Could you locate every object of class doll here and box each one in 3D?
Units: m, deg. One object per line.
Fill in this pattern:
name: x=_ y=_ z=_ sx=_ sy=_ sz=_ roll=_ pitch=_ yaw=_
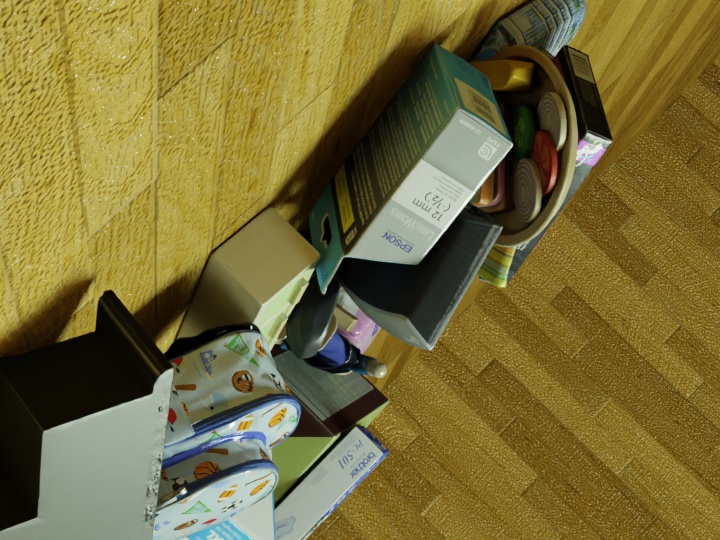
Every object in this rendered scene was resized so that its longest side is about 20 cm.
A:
doll: x=-0.035 y=0.079 z=1.701 sx=0.200 sy=0.136 sz=0.049 roll=53 pitch=56 yaw=-73

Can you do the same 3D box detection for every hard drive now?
hard drive: x=0.045 y=-0.011 z=1.455 sx=0.135 sy=0.042 sz=0.200 roll=-60 pitch=-158 yaw=1

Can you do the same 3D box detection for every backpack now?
backpack: x=-0.143 y=0.133 z=1.362 sx=0.190 sy=0.154 sz=0.200 roll=-32 pitch=170 yaw=-11

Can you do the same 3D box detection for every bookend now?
bookend: x=-0.243 y=0.141 z=1.132 sx=0.199 sy=0.092 sz=0.199 roll=-19 pitch=138 yaw=-32

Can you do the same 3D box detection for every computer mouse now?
computer mouse: x=-0.030 y=-0.016 z=1.516 sx=0.059 sy=0.034 sz=0.201 roll=151 pitch=-43 yaw=-73

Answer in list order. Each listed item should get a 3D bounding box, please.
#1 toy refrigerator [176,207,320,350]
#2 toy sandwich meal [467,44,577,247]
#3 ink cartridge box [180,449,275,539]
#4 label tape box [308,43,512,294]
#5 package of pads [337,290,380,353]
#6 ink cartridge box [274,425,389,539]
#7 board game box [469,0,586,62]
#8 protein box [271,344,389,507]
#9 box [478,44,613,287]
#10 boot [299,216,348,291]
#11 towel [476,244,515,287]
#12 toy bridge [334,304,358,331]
toy refrigerator: x=-0.102 y=0.034 z=1.461 sx=0.076 sy=0.070 sz=0.200 roll=-41 pitch=170 yaw=-31
toy sandwich meal: x=0.119 y=-0.116 z=1.515 sx=0.070 sy=0.206 sz=0.205 roll=2 pitch=144 yaw=-30
ink cartridge box: x=-0.181 y=0.227 z=1.518 sx=0.199 sy=0.084 sz=0.146 roll=-29 pitch=-139 yaw=20
label tape box: x=0.038 y=-0.077 z=1.412 sx=0.200 sy=0.066 sz=0.143 roll=-54 pitch=-159 yaw=21
package of pads: x=0.000 y=0.022 z=1.849 sx=0.121 sy=0.075 sz=0.200 roll=-59 pitch=174 yaw=-7
ink cartridge box: x=-0.056 y=0.247 z=1.718 sx=0.200 sy=0.044 sz=0.094 roll=-46 pitch=173 yaw=0
board game box: x=0.133 y=-0.178 z=1.663 sx=0.200 sy=0.062 sz=0.200 roll=-39 pitch=169 yaw=-47
protein box: x=-0.104 y=0.182 z=1.793 sx=0.199 sy=0.135 sz=0.200 roll=-49 pitch=171 yaw=17
box: x=0.169 y=-0.101 z=1.607 sx=0.200 sy=0.036 sz=0.143 roll=-55 pitch=-154 yaw=34
boot: x=0.000 y=0.000 z=1.624 sx=0.200 sy=0.077 sz=0.138 roll=-44 pitch=147 yaw=-12
towel: x=0.143 y=-0.089 z=1.568 sx=0.018 sy=0.086 sz=0.201 roll=7 pitch=108 yaw=-35
toy bridge: x=0.012 y=-0.031 z=1.724 sx=0.200 sy=0.067 sz=0.027 roll=-56 pitch=172 yaw=6
